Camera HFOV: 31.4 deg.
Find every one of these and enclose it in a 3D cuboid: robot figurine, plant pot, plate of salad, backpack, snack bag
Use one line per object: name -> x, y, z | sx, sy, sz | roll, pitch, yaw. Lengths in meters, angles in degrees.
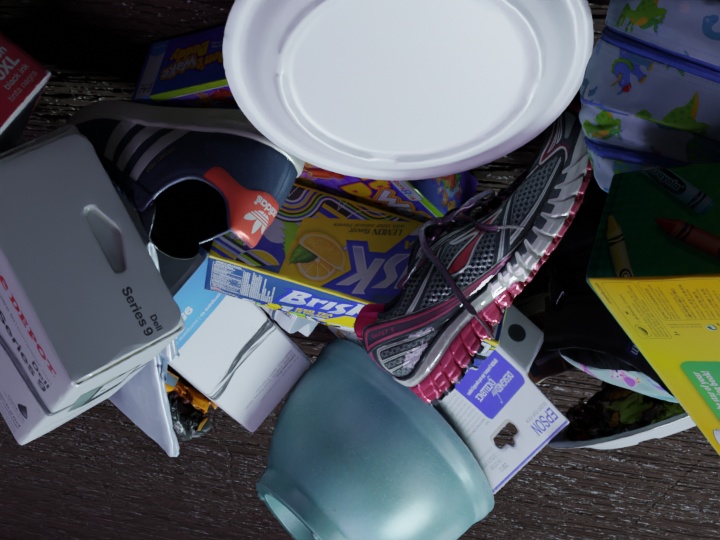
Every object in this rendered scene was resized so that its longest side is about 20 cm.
robot figurine -> -0.199, 0.078, 1.208 | 0.058, 0.146, 0.200 | -34, 142, 12
plant pot -> -0.004, 0.178, 1.082 | 0.200, 0.134, 0.201 | 41, 161, 17
plate of salad -> 0.025, -0.121, 0.693 | 0.197, 0.049, 0.201 | -2, 144, -1
backpack -> 0.202, -0.075, 0.592 | 0.198, 0.163, 0.155 | 30, 112, -4
backpack -> 0.203, 0.015, 0.784 | 0.126, 0.169, 0.199 | 26, 161, -27
plate of salad -> 0.224, 0.080, 0.935 | 0.198, 0.049, 0.200 | -22, -179, 0
snack bag -> -0.189, 0.022, 0.920 | 0.188, 0.021, 0.202 | 33, 140, 39

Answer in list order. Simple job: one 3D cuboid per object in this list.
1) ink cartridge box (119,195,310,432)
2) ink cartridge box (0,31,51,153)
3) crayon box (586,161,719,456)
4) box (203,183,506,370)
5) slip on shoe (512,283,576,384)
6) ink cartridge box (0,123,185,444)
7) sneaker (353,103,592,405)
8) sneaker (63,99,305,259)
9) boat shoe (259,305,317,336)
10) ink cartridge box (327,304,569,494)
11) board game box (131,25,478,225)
ink cartridge box -> -0.146, 0.029, 1.043 | 0.144, 0.084, 0.200 | 35, 170, 35
ink cartridge box -> -0.308, -0.132, 0.797 | 0.199, 0.084, 0.145 | 39, 151, -10
crayon box -> 0.198, 0.033, 0.565 | 0.118, 0.059, 0.200 | -3, 144, 39
box -> 0.000, 0.000, 0.856 | 0.197, 0.071, 0.064 | 17, 159, -4
slip on shoe -> 0.130, 0.049, 1.007 | 0.076, 0.060, 0.200 | 52, 148, -3
ink cartridge box -> -0.206, 0.016, 0.834 | 0.147, 0.084, 0.200 | 60, 151, 4
sneaker -> 0.073, -0.016, 0.770 | 0.074, 0.201, 0.081 | 35, -170, 2
sneaker -> -0.129, -0.052, 0.801 | 0.198, 0.085, 0.075 | 3, 155, 39
boat shoe -> -0.061, 0.002, 0.983 | 0.086, 0.075, 0.202 | 37, -174, 5
ink cartridge box -> 0.070, 0.066, 0.994 | 0.200, 0.043, 0.199 | 45, 155, 9
board game box -> -0.032, -0.084, 0.838 | 0.133, 0.045, 0.200 | -5, 149, 39
